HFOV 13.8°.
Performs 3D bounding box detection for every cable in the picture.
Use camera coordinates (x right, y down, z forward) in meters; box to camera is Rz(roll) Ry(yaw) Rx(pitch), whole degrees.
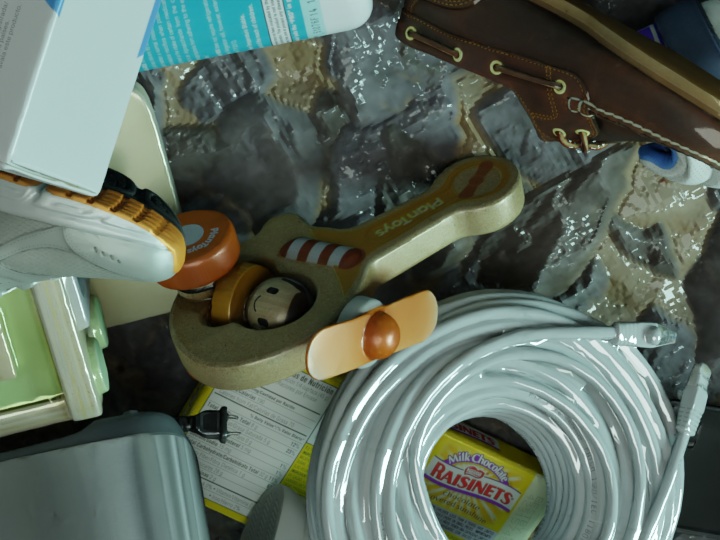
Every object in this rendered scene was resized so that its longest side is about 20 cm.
[{"bbox_3d":[0.068,0.110,1.522,0.199,0.069,0.201,14,84,-17],"label":"cable"}]

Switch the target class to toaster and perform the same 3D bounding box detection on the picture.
[{"bbox_3d":[-0.145,0.153,1.481,0.199,0.114,0.130,-13,72,0],"label":"toaster"}]

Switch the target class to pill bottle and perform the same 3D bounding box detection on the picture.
[{"bbox_3d":[-0.099,-0.151,1.405,0.199,0.111,0.111,-12,116,0],"label":"pill bottle"}]

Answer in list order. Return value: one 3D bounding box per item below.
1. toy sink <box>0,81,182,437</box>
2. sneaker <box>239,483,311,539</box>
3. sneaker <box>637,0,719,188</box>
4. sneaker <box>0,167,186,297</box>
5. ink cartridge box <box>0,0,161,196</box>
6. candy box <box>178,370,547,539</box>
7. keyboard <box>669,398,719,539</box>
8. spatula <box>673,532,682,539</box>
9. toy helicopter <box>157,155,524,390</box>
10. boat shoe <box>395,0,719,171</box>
[{"bbox_3d":[-0.186,0.004,1.472,0.199,0.112,0.131,-13,116,1],"label":"toy sink"},{"bbox_3d":[-0.020,0.220,1.530,0.115,0.201,0.074,27,150,-20],"label":"sneaker"},{"bbox_3d":[0.186,-0.130,1.454,0.146,0.081,0.201,-9,122,-5],"label":"sneaker"},{"bbox_3d":[-0.178,-0.009,1.370,0.199,0.076,0.093,12,102,10],"label":"sneaker"},{"bbox_3d":[-0.194,-0.131,1.321,0.199,0.084,0.146,17,89,27],"label":"ink cartridge box"},{"bbox_3d":[-0.002,0.108,1.584,0.199,0.026,0.102,26,110,-16],"label":"candy box"},{"bbox_3d":[0.251,0.093,1.595,0.199,0.021,0.128,10,110,-14],"label":"keyboard"},{"bbox_3d":[0.127,0.170,1.624,0.200,0.021,0.057,-40,112,9],"label":"spatula"},{"bbox_3d":[0.000,0.000,1.476,0.199,0.132,0.079,-29,126,-17],"label":"toy helicopter"},{"bbox_3d":[0.105,-0.093,1.429,0.200,0.070,0.071,34,101,28],"label":"boat shoe"}]
